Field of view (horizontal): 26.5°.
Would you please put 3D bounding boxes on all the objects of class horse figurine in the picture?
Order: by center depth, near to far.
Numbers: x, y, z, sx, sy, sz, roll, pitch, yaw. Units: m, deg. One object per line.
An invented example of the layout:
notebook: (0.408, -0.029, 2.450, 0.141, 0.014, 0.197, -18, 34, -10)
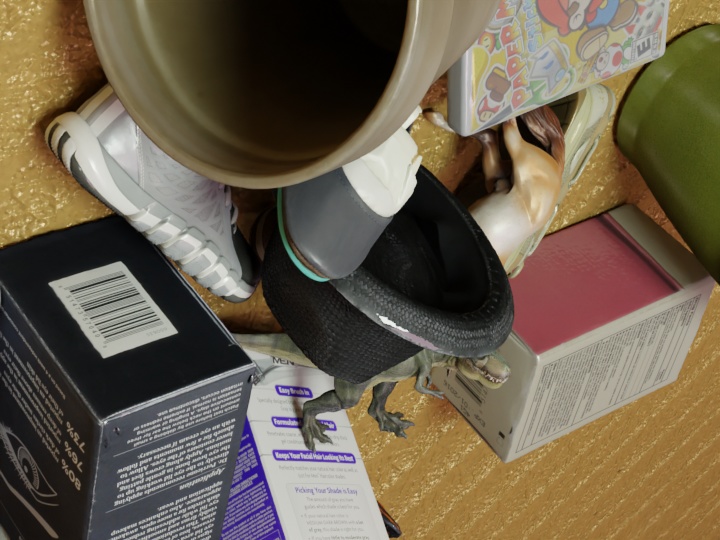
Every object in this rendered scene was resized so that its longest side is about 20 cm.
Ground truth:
horse figurine: (0.078, -0.045, 1.035, 0.200, 0.132, 0.050, -51, -170, -10)

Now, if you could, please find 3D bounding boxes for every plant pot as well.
plant pot: (-0.013, -0.157, 0.780, 0.173, 0.200, 0.200, -25, 146, -54)
plant pot: (0.305, -0.085, 1.167, 0.200, 0.193, 0.201, -27, 144, -22)

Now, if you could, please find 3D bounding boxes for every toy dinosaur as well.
toy dinosaur: (-0.002, 0.074, 1.023, 0.199, 0.048, 0.088, 2, 120, 0)

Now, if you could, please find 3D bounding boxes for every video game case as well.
video game case: (0.132, -0.202, 0.974, 0.182, 0.023, 0.201, -24, 132, -27)

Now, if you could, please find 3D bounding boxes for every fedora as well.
fedora: (0.000, 0.000, 0.927, 0.200, 0.201, 0.092, 4, 134, -48)

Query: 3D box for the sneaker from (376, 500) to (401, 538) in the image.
sneaker: (-0.025, 0.171, 1.179, 0.078, 0.112, 0.200, -45, 146, 2)

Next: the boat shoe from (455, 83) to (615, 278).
boat shoe: (0.118, -0.052, 1.120, 0.063, 0.073, 0.201, 10, 113, -46)

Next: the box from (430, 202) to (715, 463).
box: (0.172, 0.048, 1.253, 0.199, 0.109, 0.128, -21, 141, -31)

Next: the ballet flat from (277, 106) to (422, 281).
ballet flat: (0.001, -0.067, 0.844, 0.200, 0.073, 0.073, -76, -169, -61)

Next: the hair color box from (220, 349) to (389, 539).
hair color box: (-0.049, 0.149, 1.044, 0.065, 0.201, 0.109, -33, 154, 31)

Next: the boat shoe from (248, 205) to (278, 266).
boat shoe: (-0.010, 0.017, 1.058, 0.202, 0.075, 0.075, 32, 61, -37)

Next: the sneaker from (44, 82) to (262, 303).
sneaker: (-0.084, -0.062, 0.893, 0.116, 0.075, 0.200, -46, 146, 0)

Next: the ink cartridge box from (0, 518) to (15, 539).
ink cartridge box: (-0.193, 0.231, 1.040, 0.199, 0.145, 0.146, -6, 132, -43)

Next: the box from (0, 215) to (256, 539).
box: (-0.156, 0.094, 0.924, 0.104, 0.148, 0.200, -19, 141, -33)
